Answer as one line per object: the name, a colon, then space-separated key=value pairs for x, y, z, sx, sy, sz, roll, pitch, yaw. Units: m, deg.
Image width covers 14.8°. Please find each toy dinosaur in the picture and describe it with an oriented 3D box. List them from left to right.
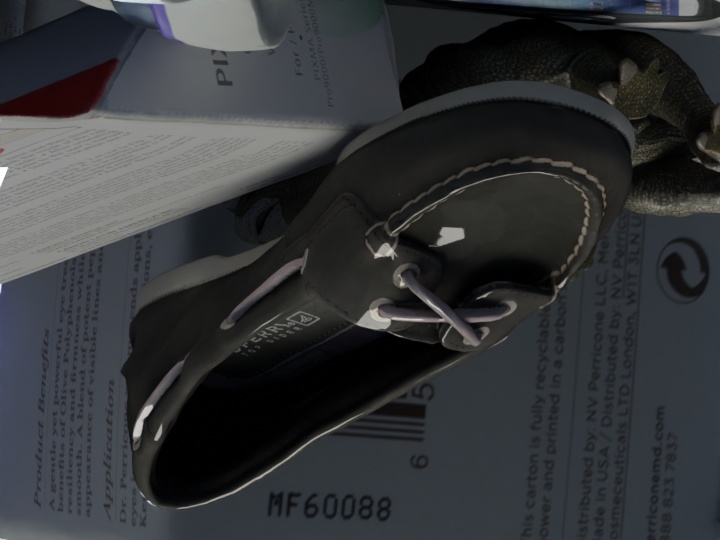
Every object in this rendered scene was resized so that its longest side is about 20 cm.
toy dinosaur: x=0.062 y=-0.043 z=0.769 sx=0.200 sy=0.077 sz=0.102 roll=-7 pitch=-151 yaw=-33

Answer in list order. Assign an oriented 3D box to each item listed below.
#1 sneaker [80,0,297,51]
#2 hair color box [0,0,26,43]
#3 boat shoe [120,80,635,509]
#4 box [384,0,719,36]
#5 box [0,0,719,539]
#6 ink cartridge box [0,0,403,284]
sneaker: x=-0.082 y=-0.098 z=0.531 sx=0.146 sy=0.081 sz=0.200 roll=19 pitch=-172 yaw=6
hair color box: x=-0.141 y=-0.050 z=0.990 sx=0.065 sy=0.109 sz=0.200 roll=4 pitch=176 yaw=11
boat shoe: x=0.001 y=0.013 z=0.692 sx=0.067 sy=0.057 sz=0.200 roll=20 pitch=153 yaw=-27
box: x=0.046 y=-0.090 z=0.700 sx=0.200 sy=0.041 sz=0.119 roll=7 pitch=176 yaw=-4
box: x=0.000 y=0.000 z=0.897 sx=0.200 sy=0.199 sz=0.171 roll=6 pitch=177 yaw=-27
ink cartridge box: x=-0.106 y=-0.030 z=0.639 sx=0.161 sy=0.050 sz=0.200 roll=-19 pitch=170 yaw=30
